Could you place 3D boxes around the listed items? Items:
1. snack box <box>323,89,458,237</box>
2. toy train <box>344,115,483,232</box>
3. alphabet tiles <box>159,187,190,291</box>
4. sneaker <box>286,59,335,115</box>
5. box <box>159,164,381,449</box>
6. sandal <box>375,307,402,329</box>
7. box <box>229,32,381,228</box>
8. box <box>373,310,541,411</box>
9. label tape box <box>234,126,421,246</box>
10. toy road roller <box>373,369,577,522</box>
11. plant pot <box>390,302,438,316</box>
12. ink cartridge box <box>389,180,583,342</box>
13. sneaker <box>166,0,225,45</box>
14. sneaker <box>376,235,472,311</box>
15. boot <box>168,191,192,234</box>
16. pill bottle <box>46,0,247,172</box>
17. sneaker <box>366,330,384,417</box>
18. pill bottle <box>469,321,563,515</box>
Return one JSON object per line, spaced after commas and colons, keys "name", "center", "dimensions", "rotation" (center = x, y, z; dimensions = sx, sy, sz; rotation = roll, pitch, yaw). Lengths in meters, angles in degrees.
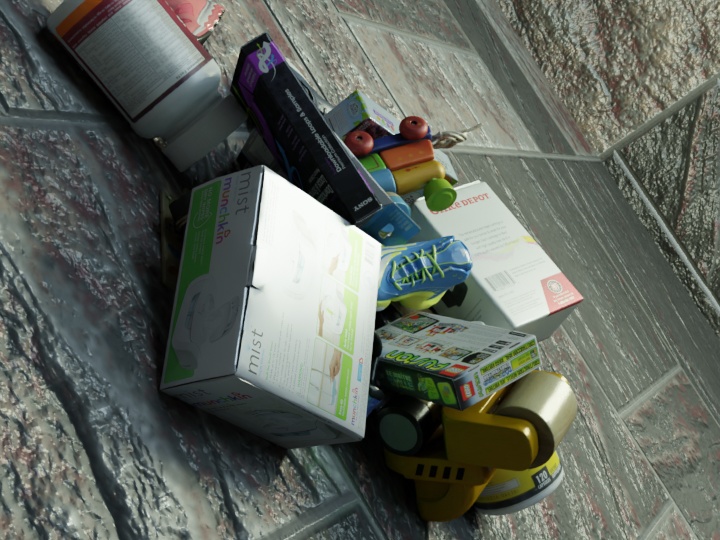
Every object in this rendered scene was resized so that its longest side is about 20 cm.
{"name": "snack box", "center": [0.009, -0.125, 1.591], "dimensions": [0.200, 0.142, 0.053], "rotation": [30, 32, -48]}
{"name": "toy train", "center": [0.080, -0.116, 1.499], "dimensions": [0.085, 0.200, 0.116], "rotation": [92, -25, -47]}
{"name": "alphabet tiles", "center": [-0.137, 0.008, 1.277], "dimensions": [0.166, 0.006, 0.200], "rotation": [39, 26, -36]}
{"name": "sneaker", "center": [-0.056, -0.176, 1.603], "dimensions": [0.202, 0.077, 0.146], "rotation": [40, 13, -11]}
{"name": "box", "center": [-0.073, 0.037, 1.151], "dimensions": [0.176, 0.097, 0.200], "rotation": [31, 55, -44]}
{"name": "sandal", "center": [0.057, 0.109, 1.493], "dimensions": [0.200, 0.048, 0.075], "rotation": [46, 19, -52]}
{"name": "box", "center": [-0.058, -0.123, 1.263], "dimensions": [0.200, 0.036, 0.143], "rotation": [55, -13, 2]}
{"name": "box", "center": [0.078, 0.088, 1.315], "dimensions": [0.110, 0.200, 0.035], "rotation": [-25, 109, -29]}
{"name": "label tape box", "center": [-0.041, -0.084, 1.409], "dimensions": [0.200, 0.063, 0.144], "rotation": [49, -20, 0]}
{"name": "toy road roller", "center": [0.120, 0.181, 1.318], "dimensions": [0.123, 0.200, 0.146], "rotation": [-41, 127, -54]}
{"name": "plant pot", "center": [0.048, 0.012, 1.565], "dimensions": [0.200, 0.027, 0.200], "rotation": [47, 9, -9]}
{"name": "ink cartridge box", "center": [0.148, 0.000, 1.554], "dimensions": [0.146, 0.083, 0.200], "rotation": [-18, 63, -44]}
{"name": "sneaker", "center": [-0.219, -0.278, 1.468], "dimensions": [0.087, 0.074, 0.200], "rotation": [35, 22, -12]}
{"name": "sneaker", "center": [0.053, -0.009, 1.371], "dimensions": [0.200, 0.105, 0.076], "rotation": [4, 58, -61]}
{"name": "boot", "center": [-0.104, -0.010, 1.287], "dimensions": [0.200, 0.077, 0.138], "rotation": [-8, 73, -58]}
{"name": "pill bottle", "center": [-0.211, -0.204, 1.291], "dimensions": [0.200, 0.110, 0.110], "rotation": [50, 22, -11]}
{"name": "sneaker", "center": [-0.019, 0.074, 1.312], "dimensions": [0.079, 0.089, 0.200], "rotation": [32, 28, -45]}
{"name": "pill bottle", "center": [0.141, 0.163, 1.435], "dimensions": [0.200, 0.112, 0.112], "rotation": [65, 20, -11]}
